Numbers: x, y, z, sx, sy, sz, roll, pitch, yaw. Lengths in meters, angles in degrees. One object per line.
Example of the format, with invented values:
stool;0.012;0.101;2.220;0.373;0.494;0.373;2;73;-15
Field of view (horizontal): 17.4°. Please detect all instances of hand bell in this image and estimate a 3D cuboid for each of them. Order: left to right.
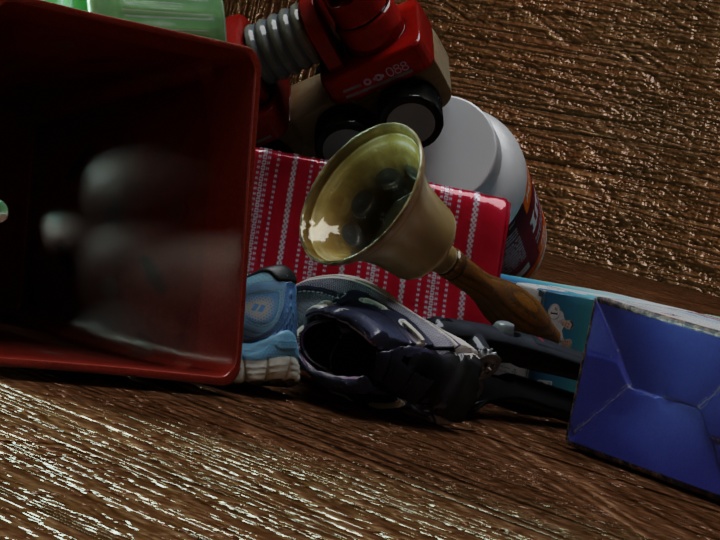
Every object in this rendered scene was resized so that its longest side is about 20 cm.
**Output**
hand bell;0.063;-0.001;1.550;0.200;0.104;0.104;37;-12;-35

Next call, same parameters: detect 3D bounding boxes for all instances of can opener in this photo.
can opener;0.106;0.066;1.569;0.199;0.064;0.079;11;18;-33

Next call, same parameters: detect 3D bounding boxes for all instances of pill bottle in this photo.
pill bottle;0.075;-0.054;1.772;0.112;0.114;0.200;13;-15;15

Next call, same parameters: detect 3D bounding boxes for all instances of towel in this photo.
towel;0.000;0.000;1.619;0.199;0.145;0.022;11;-12;-6

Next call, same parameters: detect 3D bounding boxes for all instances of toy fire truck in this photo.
toy fire truck;-0.049;-0.155;1.626;0.175;0.200;0.129;-21;35;15

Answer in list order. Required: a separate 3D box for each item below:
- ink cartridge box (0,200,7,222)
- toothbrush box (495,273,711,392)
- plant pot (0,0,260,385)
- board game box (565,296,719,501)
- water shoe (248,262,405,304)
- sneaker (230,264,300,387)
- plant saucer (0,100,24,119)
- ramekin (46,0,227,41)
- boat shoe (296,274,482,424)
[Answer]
ink cartridge box;-0.260;-0.014;1.581;0.199;0.068;0.116;10;4;-16
toothbrush box;0.153;0.054;1.726;0.199;0.086;0.146;8;4;-38
plant pot;-0.194;-0.042;1.384;0.199;0.201;0.176;8;-5;-45
board game box;0.259;0.089;1.478;0.199;0.097;0.159;9;5;-36
water shoe;-0.047;0.024;1.663;0.199;0.072;0.079;14;-2;-6
sneaker;-0.109;0.013;1.481;0.199;0.091;0.078;14;4;36
plant saucer;-0.302;-0.085;1.538;0.200;0.039;0.201;0;-4;0
ramekin;-0.159;-0.139;1.605;0.097;0.201;0.200;-1;8;-20
boat shoe;-0.015;0.039;1.492;0.092;0.075;0.200;19;0;-39
